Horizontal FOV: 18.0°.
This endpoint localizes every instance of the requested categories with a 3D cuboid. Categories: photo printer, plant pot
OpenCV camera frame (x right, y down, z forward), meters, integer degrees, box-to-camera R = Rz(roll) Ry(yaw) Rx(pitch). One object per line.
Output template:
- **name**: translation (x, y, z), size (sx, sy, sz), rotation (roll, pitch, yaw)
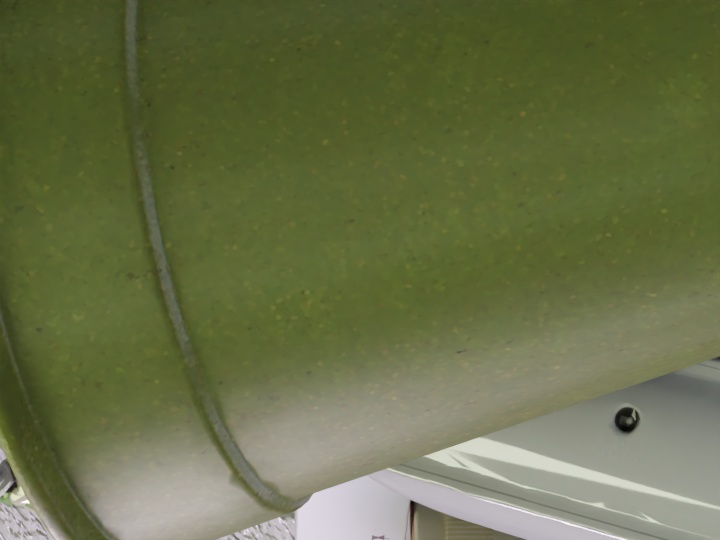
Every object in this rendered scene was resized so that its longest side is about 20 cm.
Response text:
- **photo printer**: translation (0.110, 0.066, 0.729), size (0.200, 0.070, 0.166), rotation (14, 173, 16)
- **plant pot**: translation (0.014, -0.030, 0.597), size (0.200, 0.190, 0.200), rotation (-12, -90, -77)

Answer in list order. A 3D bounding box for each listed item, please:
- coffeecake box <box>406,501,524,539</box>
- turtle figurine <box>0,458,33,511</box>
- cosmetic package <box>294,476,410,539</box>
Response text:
- **coffeecake box**: translation (0.054, 0.147, 0.990), size (0.200, 0.073, 0.154), rotation (92, 179, -47)
- **turtle figurine**: translation (-0.175, 0.068, 1.274), size (0.144, 0.200, 0.194), rotation (58, 165, 36)
- **cosmetic package**: translation (0.000, 0.000, 0.878), size (0.200, 0.052, 0.151), rotation (94, 175, -60)
